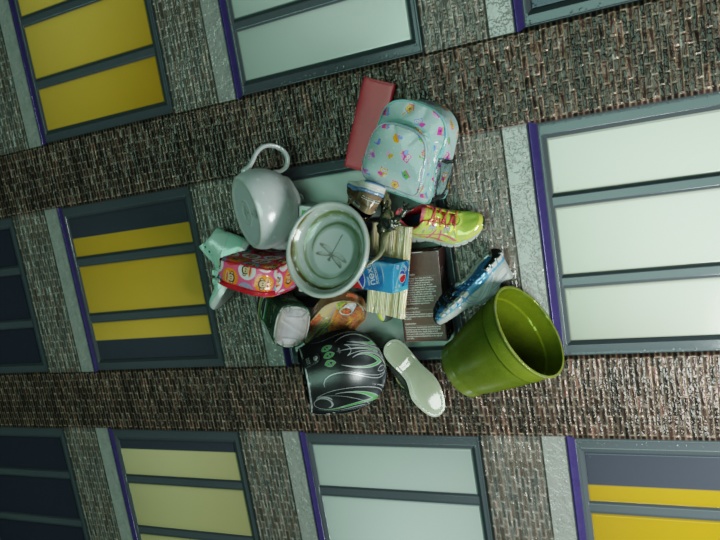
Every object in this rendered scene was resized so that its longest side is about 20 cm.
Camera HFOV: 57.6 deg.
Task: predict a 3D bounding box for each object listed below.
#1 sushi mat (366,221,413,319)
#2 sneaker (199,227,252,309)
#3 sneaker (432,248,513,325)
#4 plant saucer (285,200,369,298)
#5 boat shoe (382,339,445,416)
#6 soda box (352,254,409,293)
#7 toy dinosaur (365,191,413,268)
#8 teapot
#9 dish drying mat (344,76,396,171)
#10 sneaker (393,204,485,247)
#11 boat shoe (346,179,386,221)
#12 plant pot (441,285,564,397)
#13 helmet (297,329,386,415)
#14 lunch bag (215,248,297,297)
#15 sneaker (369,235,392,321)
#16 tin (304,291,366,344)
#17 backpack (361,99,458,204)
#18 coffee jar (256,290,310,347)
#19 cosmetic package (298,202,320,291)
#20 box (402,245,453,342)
[{"bbox_3d":[0.060,-0.002,1.390,0.096,0.012,0.200,9,99,31],"label":"sushi mat"},{"bbox_3d":[-0.357,-0.009,1.637,0.118,0.074,0.201,29,102,9],"label":"sneaker"},{"bbox_3d":[0.240,0.052,1.359,0.200,0.075,0.087,-42,111,0],"label":"sneaker"},{"bbox_3d":[-0.060,-0.041,1.343,0.200,0.050,0.201,-5,81,30],"label":"plant saucer"},{"bbox_3d":[0.121,0.243,1.493,0.072,0.061,0.201,-35,88,-9],"label":"boat shoe"},{"bbox_3d":[0.000,0.000,1.378,0.200,0.068,0.064,8,102,31],"label":"soda box"},{"bbox_3d":[0.058,-0.094,1.330,0.047,0.200,0.088,32,139,-21],"label":"toy dinosaur"},{"bbox_3d":[-0.198,-0.154,1.501,0.198,0.146,0.200,57,152,27],"label":"teapot"},{"bbox_3d":[0.020,-0.316,1.434,0.077,0.018,0.200,19,108,18],"label":"dish drying mat"},{"bbox_3d":[0.158,-0.101,1.368,0.200,0.090,0.078,-3,62,24],"label":"sneaker"},{"bbox_3d":[0.000,-0.145,1.370,0.072,0.200,0.073,19,90,-6],"label":"boat shoe"},{"bbox_3d":[0.275,0.166,1.345,0.193,0.200,0.201,-39,85,37],"label":"plant pot"},{"bbox_3d":[-0.036,0.226,1.478,0.190,0.200,0.200,-11,99,-10],"label":"helmet"},{"bbox_3d":[-0.234,-0.005,1.516,0.176,0.200,0.082,14,106,24],"label":"lunch bag"},{"bbox_3d":[0.037,0.015,1.467,0.090,0.078,0.200,-4,93,31],"label":"sneaker"},{"bbox_3d":[-0.065,0.114,1.509,0.200,0.112,0.042,-47,39,40],"label":"tin"},{"bbox_3d":[0.104,-0.251,1.339,0.176,0.153,0.200,24,107,26],"label":"backpack"},{"bbox_3d":[-0.183,0.096,1.526,0.085,0.200,0.104,7,105,-23],"label":"coffee jar"},{"bbox_3d":[-0.079,-0.050,1.500,0.107,0.085,0.200,5,103,19],"label":"cosmetic package"},{"bbox_3d":[0.139,0.051,1.430,0.100,0.075,0.200,-3,101,20],"label":"box"}]
